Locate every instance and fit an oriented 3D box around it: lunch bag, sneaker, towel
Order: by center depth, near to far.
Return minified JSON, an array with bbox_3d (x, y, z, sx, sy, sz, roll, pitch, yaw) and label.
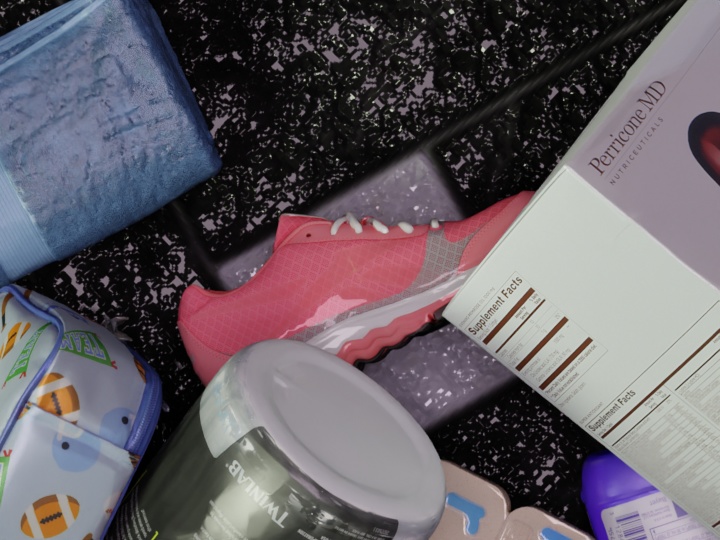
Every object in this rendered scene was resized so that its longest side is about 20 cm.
[{"bbox_3d":[-0.169,0.104,1.087,0.075,0.160,0.201,29,87,-22],"label":"lunch bag"},{"bbox_3d":[0.000,0.000,1.126,0.200,0.074,0.087,-29,86,-1],"label":"sneaker"},{"bbox_3d":[-0.175,-0.053,1.143,0.199,0.049,0.112,-27,88,-1],"label":"towel"}]

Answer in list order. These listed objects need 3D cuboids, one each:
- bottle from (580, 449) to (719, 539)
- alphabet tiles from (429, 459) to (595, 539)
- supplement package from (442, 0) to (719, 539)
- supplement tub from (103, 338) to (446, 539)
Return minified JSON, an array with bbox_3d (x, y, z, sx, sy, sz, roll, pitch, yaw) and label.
[{"bbox_3d":[0.172,0.175,1.120,0.083,0.065,0.201,-19,88,5],"label":"bottle"},{"bbox_3d":[0.035,0.199,1.126,0.195,0.015,0.201,26,96,14],"label":"alphabet tiles"},{"bbox_3d":[0.185,-0.009,1.051,0.200,0.147,0.191,38,57,1],"label":"supplement package"},{"bbox_3d":[-0.061,0.140,1.072,0.122,0.123,0.200,39,114,2],"label":"supplement tub"}]
